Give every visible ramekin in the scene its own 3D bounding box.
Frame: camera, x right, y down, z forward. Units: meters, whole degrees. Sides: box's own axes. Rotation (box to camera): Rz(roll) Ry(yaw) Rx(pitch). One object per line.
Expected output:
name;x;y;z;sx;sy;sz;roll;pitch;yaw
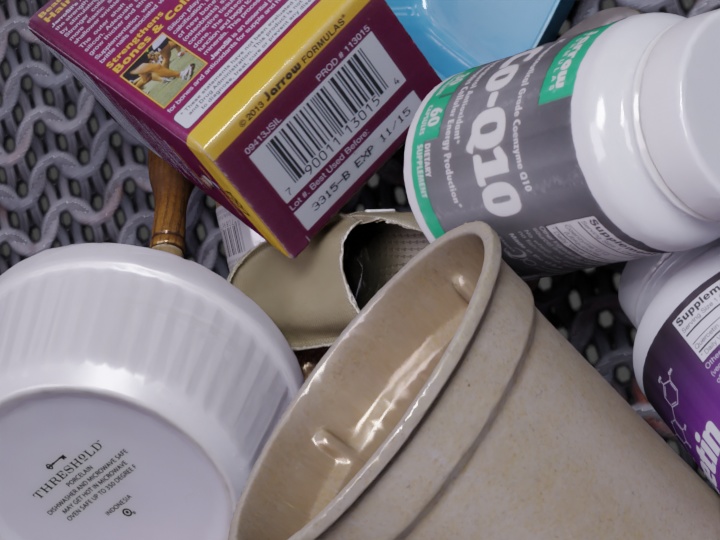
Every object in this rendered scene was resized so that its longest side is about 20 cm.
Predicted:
ramekin;-0.133;0.092;1.325;0.201;0.094;0.203;6;130;7

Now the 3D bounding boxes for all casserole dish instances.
casserole dish;0.080;-0.185;1.309;0.121;0.039;0.200;41;119;30

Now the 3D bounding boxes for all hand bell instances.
hand bell;-0.115;-0.021;1.437;0.104;0.104;0.201;-27;49;37

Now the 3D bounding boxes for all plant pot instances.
plant pot;0.067;0.111;1.165;0.183;0.201;0.200;38;124;-13

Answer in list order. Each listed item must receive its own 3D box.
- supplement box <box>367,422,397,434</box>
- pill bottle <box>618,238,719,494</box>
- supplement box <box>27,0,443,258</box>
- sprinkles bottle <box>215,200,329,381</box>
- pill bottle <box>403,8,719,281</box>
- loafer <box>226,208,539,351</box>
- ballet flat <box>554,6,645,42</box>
supplement box;0.056;0.172;1.303;0.103;0.101;0.201;-2;95;4
pill bottle;0.207;0.061;1.169;0.113;0.112;0.200;-60;44;26
supplement box;-0.069;-0.116;1.331;0.131;0.103;0.200;-46;44;-6
sprinkles bottle;-0.041;0.006;1.408;0.068;0.068;0.201;-18;83;39
pill bottle;0.121;-0.060;1.166;0.200;0.113;0.114;-13;86;53
loafer;0.000;0.000;1.310;0.199;0.067;0.076;-15;83;32
ballet flat;0.104;-0.055;1.306;0.067;0.046;0.200;40;113;25
